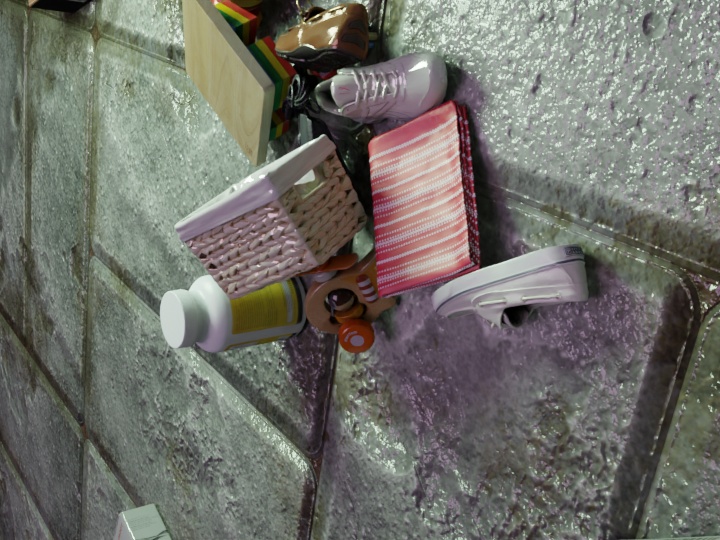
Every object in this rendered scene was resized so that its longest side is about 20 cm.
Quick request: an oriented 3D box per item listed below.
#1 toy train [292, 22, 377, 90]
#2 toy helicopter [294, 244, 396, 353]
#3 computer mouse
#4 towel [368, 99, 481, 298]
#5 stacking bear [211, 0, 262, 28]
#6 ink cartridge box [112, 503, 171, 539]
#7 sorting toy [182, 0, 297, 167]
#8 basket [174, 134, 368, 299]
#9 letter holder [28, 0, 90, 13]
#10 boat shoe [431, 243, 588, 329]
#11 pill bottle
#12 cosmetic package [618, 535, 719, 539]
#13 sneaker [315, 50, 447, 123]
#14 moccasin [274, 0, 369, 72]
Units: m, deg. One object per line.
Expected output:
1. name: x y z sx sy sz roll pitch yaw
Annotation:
1. toy train: -0.044 -0.279 1.079 0.199 0.034 0.046 -19 83 52
2. toy helicopter: 0.000 0.000 1.006 0.200 0.132 0.079 -48 24 24
3. computer mouse: -0.058 -0.145 1.050 0.202 0.052 0.138 63 171 -4
4. towel: 0.068 -0.080 0.916 0.144 0.022 0.202 -18 68 39
5. stacking bear: -0.172 -0.425 1.164 0.201 0.113 0.122 118 169 -52
6. ink cartridge box: -0.451 0.625 1.714 0.200 0.083 0.146 50 132 36
7. sorting toy: -0.171 -0.286 1.149 0.199 0.069 0.200 53 159 12
8. basket: -0.107 -0.060 0.990 0.199 0.136 0.124 -21 106 43
9. letter holder: -0.649 -0.662 1.756 0.199 0.100 0.144 3 96 52
10. boat shoe: 0.154 0.030 0.846 0.199 0.071 0.066 -22 74 43
11. pill bottle: -0.186 0.059 1.182 0.111 0.198 0.113 11 104 50
12. cosmetic package: 0.262 0.346 0.672 0.164 0.164 0.202 -30 72 51
13. sneaker: 0.018 -0.212 0.956 0.199 0.099 0.079 -4 92 53
14. moccasin: -0.050 -0.292 0.991 0.201 0.073 0.079 16 92 67
